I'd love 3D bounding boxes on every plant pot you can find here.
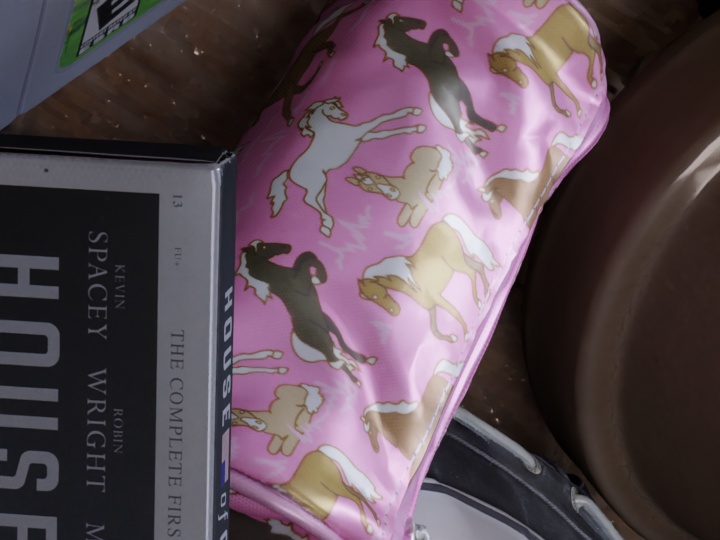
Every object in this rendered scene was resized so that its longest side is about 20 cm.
[{"bbox_3d":[0.169,0.037,0.843,0.199,0.175,0.201,-14,129,-18],"label":"plant pot"}]

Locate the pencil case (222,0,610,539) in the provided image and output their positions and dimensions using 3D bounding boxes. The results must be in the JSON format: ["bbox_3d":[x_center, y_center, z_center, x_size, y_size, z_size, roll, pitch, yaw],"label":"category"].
[{"bbox_3d":[0.000,0.000,0.785,0.087,0.083,0.201,44,50,-24],"label":"pencil case"}]

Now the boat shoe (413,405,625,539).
[{"bbox_3d":[0.049,0.088,0.892,0.071,0.068,0.200,-17,147,29],"label":"boat shoe"}]

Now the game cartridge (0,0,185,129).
[{"bbox_3d":[-0.043,-0.110,0.733,0.200,0.040,0.134,-39,164,-27],"label":"game cartridge"}]

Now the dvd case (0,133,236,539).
[{"bbox_3d":[-0.129,0.041,0.700,0.199,0.025,0.151,4,103,8],"label":"dvd case"}]

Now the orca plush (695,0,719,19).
[{"bbox_3d":[0.169,-0.148,0.856,0.200,0.071,0.105,-47,118,-1],"label":"orca plush"}]
